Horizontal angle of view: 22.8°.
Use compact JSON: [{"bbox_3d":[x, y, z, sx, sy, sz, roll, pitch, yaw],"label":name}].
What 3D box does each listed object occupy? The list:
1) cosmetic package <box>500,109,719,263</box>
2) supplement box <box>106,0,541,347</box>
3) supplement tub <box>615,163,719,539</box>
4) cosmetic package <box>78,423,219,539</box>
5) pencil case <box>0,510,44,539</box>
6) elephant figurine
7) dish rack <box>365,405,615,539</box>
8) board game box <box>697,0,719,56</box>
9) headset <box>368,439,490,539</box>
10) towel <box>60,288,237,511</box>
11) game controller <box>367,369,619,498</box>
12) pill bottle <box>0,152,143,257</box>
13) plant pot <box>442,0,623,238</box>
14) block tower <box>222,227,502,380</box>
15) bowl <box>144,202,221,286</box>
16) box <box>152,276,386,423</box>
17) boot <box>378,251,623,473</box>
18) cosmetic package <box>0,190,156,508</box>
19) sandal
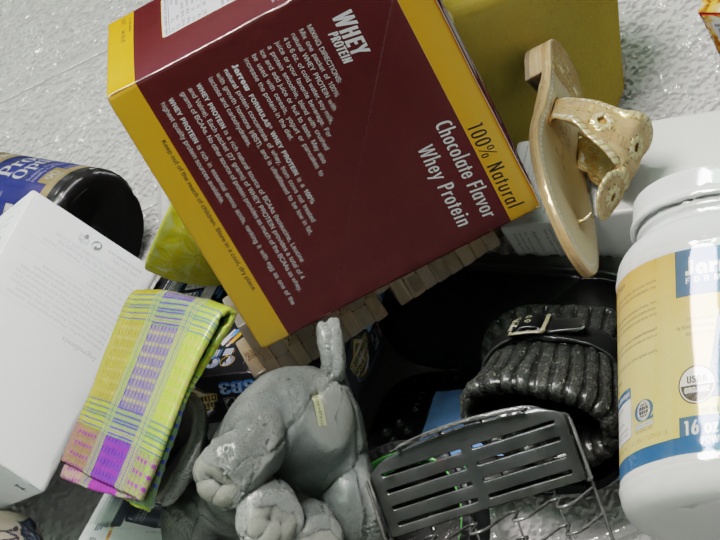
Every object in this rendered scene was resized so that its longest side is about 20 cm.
[{"bbox_3d":[0.209,-0.039,1.207,0.199,0.108,0.085,-7,49,28],"label":"cosmetic package"},{"bbox_3d":[-0.025,-0.099,1.125,0.199,0.198,0.133,-27,27,7],"label":"supplement box"},{"bbox_3d":[0.224,0.053,1.058,0.144,0.145,0.201,-10,65,27],"label":"supplement tub"},{"bbox_3d":[-0.112,0.166,1.292,0.150,0.052,0.201,7,57,36],"label":"cosmetic package"},{"bbox_3d":[-0.250,0.262,1.281,0.089,0.078,0.200,-29,42,-2],"label":"pencil case"},{"bbox_3d":[-0.085,0.144,1.155,0.155,0.142,0.200,-31,4,-37],"label":"elephant figurine"},{"bbox_3d":[0.088,0.186,1.055,0.153,0.055,0.201,-20,89,18],"label":"dish rack"},{"bbox_3d":[0.340,-0.135,1.168,0.199,0.152,0.046,5,57,37],"label":"board game box"},{"bbox_3d":[0.005,0.203,1.145,0.123,0.094,0.201,13,78,41],"label":"headset"},{"bbox_3d":[-0.145,0.081,1.186,0.200,0.023,0.144,0,66,66],"label":"towel"},{"bbox_3d":[0.094,0.107,1.208,0.199,0.042,0.105,-6,51,30],"label":"game controller"},{"bbox_3d":[-0.292,-0.044,1.555,0.199,0.112,0.112,11,61,40],"label":"pill bottle"},{"bbox_3d":[0.088,-0.160,1.337,0.199,0.197,0.194,-26,34,-29],"label":"plant pot"},{"bbox_3d":[0.000,0.000,1.210,0.199,0.058,0.054,-34,29,-1],"label":"block tower"},{"bbox_3d":[-0.066,-0.063,1.308,0.201,0.107,0.200,-61,2,4],"label":"bowl"},{"bbox_3d":[-0.071,0.034,1.329,0.197,0.050,0.200,-7,33,22],"label":"box"},{"bbox_3d":[0.087,0.060,1.175,0.210,0.080,0.158,-7,33,29],"label":"boot"},{"bbox_3d":[-0.285,0.073,1.385,0.199,0.123,0.201,-27,35,55],"label":"cosmetic package"},{"bbox_3d":[0.153,-0.091,1.155,0.069,0.078,0.212,-26,37,20],"label":"sandal"}]
